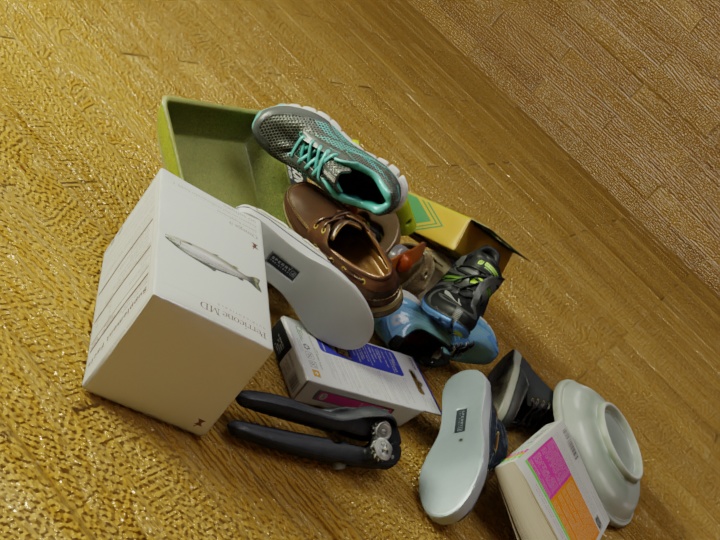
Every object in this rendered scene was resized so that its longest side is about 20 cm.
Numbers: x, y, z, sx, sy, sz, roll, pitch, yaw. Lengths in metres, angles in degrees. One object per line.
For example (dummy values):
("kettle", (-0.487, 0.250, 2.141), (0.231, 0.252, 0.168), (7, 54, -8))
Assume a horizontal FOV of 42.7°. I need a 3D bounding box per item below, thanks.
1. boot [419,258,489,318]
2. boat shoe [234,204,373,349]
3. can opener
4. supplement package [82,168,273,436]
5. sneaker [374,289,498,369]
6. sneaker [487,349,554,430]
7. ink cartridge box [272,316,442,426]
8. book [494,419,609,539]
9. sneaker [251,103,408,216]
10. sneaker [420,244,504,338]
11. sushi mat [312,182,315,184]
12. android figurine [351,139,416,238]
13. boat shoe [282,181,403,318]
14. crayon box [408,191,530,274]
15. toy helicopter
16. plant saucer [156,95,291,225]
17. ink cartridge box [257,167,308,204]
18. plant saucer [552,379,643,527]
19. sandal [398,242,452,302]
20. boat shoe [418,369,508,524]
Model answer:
("boot", (0.118, 0.010, 1.338), (0.165, 0.066, 0.200), (42, 24, -3))
("boat shoe", (-0.065, 0.003, 0.985), (0.199, 0.072, 0.066), (37, 18, -8))
("can opener", (-0.039, 0.154, 0.868), (0.199, 0.078, 0.064), (15, 73, -40))
("supplement package", (-0.159, 0.024, 0.820), (0.116, 0.117, 0.201), (29, 26, -27))
("sneaker", (0.095, 0.094, 1.148), (0.199, 0.079, 0.090), (16, 34, -33))
("sneaker", (0.215, 0.174, 1.184), (0.106, 0.075, 0.200), (42, 22, 2))
("ink cartridge box", (-0.003, 0.115, 1.005), (0.199, 0.037, 0.095), (19, 31, -37))
("book", (0.220, 0.253, 1.035), (0.200, 0.048, 0.134), (-8, 73, -63))
("sneaker", (-0.034, -0.125, 1.046), (0.199, 0.078, 0.091), (27, 15, -5))
("sneaker", (0.130, 0.018, 1.128), (0.071, 0.083, 0.200), (36, 27, 2))
("sushi mat", (-0.035, -0.079, 1.282), (0.096, 0.012, 0.200), (50, 13, -30))
("android figurine", (-0.004, -0.113, 1.206), (0.182, 0.041, 0.200), (37, -16, 33))
("boat shoe", (-0.019, -0.038, 1.029), (0.072, 0.068, 0.200), (-29, 59, -19))
("crayon box", (0.124, -0.050, 1.279), (0.199, 0.051, 0.127), (28, -2, 43))
("toy helicopter", (0.000, 0.000, 1.088), (0.131, 0.079, 0.201), (10, 53, 10))
("plant saucer", (-0.149, -0.084, 1.037), (0.199, 0.048, 0.202), (-5, 80, -59))
("ink cartridge box", (-0.110, -0.105, 1.222), (0.199, 0.043, 0.199), (30, 25, -28))
("plant saucer", (0.322, 0.230, 1.205), (0.200, 0.050, 0.201), (41, 33, -34))
("sandal", (0.056, 0.000, 1.163), (0.211, 0.070, 0.078), (-14, 64, -37))
("boat shoe", (0.121, 0.206, 0.991), (0.091, 0.070, 0.201), (61, 31, -30))
